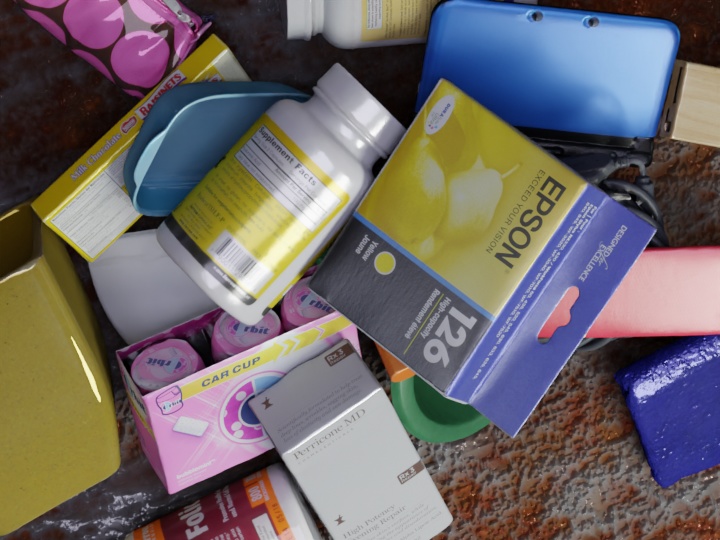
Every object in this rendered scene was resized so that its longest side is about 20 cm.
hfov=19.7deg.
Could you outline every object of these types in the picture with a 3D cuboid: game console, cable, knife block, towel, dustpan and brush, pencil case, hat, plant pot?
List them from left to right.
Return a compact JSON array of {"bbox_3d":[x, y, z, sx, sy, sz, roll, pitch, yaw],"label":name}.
[{"bbox_3d":[-0.290,0.090,1.669,0.195,0.194,0.201,-30,109,1],"label":"plant pot"},{"bbox_3d":[-0.217,-0.227,1.656,0.199,0.094,0.091,36,57,-13],"label":"pencil case"},{"bbox_3d":[-0.148,0.061,1.747,0.138,0.057,0.202,-8,96,8],"label":"dustpan and brush"},{"bbox_3d":[0.047,0.019,1.768,0.165,0.176,0.201,-5,119,-39],"label":"hat"},{"bbox_3d":[0.139,-0.149,1.674,0.198,0.171,0.119,6,93,-7],"label":"game console"},{"bbox_3d":[0.145,-0.008,1.640,0.199,0.051,0.164,-13,113,5],"label":"cable"},{"bbox_3d":[0.321,0.092,1.780,0.199,0.050,0.148,-26,128,-3],"label":"towel"},{"bbox_3d":[0.352,-0.124,1.698,0.174,0.200,0.064,13,97,21],"label":"knife block"}]

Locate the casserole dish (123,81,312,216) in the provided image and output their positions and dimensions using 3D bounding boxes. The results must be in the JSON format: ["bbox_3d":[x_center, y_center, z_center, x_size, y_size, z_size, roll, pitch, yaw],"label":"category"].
[{"bbox_3d":[-0.115,-0.103,1.663,0.039,0.199,0.122,46,120,28],"label":"casserole dish"}]

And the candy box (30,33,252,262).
[{"bbox_3d":[-0.170,-0.096,1.670,0.200,0.102,0.026,-43,64,-3],"label":"candy box"}]

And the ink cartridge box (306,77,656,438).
[{"bbox_3d":[0.088,-0.009,1.580,0.200,0.047,0.198,37,99,20],"label":"ink cartridge box"}]

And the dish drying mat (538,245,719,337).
[{"bbox_3d":[0.215,0.016,1.614,0.198,0.018,0.077,-2,114,0],"label":"dish drying mat"}]

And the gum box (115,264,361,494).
[{"bbox_3d":[-0.090,0.087,1.703,0.199,0.066,0.114,-23,132,-16],"label":"gum box"}]

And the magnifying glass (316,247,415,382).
[{"bbox_3d":[0.000,0.000,1.666,0.079,0.022,0.201,-24,64,1],"label":"magnifying glass"}]

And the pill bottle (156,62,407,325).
[{"bbox_3d":[-0.058,-0.063,1.635,0.111,0.111,0.200,44,93,-12],"label":"pill bottle"}]

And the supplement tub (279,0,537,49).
[{"bbox_3d":[0.034,-0.253,1.649,0.198,0.145,0.147,-5,102,-5],"label":"supplement tub"}]

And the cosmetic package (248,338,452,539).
[{"bbox_3d":[-0.005,0.160,1.716,0.101,0.074,0.200,-34,137,-4],"label":"cosmetic package"}]

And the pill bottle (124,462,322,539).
[{"bbox_3d":[-0.132,0.254,1.751,0.199,0.114,0.115,-26,103,-1],"label":"pill bottle"}]
